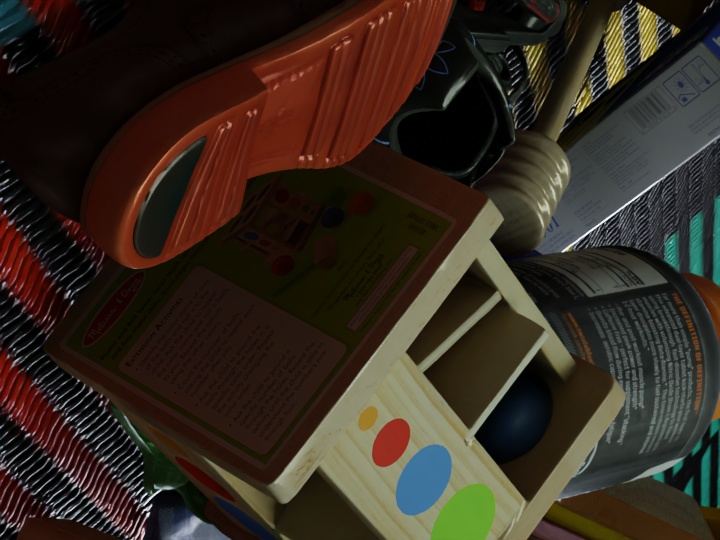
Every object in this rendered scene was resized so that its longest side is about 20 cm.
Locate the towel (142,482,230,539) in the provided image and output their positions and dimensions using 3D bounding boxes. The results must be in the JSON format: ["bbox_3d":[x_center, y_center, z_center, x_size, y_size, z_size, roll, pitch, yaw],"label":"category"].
[{"bbox_3d":[-0.036,0.160,1.350,0.200,0.147,0.024,105,-17,-47],"label":"towel"}]

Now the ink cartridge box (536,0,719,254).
[{"bbox_3d":[0.147,-0.078,1.436,0.094,0.044,0.200,-45,-176,-36],"label":"ink cartridge box"}]

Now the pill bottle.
[{"bbox_3d":[0.085,0.045,1.276,0.200,0.106,0.106,-8,133,-47],"label":"pill bottle"}]

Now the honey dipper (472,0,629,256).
[{"bbox_3d":[0.091,-0.081,1.328,0.200,0.038,0.038,-63,175,-46],"label":"honey dipper"}]

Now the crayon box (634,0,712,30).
[{"bbox_3d":[0.177,-0.202,1.382,0.126,0.052,0.200,-48,164,-27],"label":"crayon box"}]

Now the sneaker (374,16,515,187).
[{"bbox_3d":[0.021,-0.047,1.125,0.070,0.078,0.200,-52,157,-9],"label":"sneaker"}]

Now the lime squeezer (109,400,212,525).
[{"bbox_3d":[-0.061,0.086,1.221,0.200,0.071,0.038,33,86,-46],"label":"lime squeezer"}]

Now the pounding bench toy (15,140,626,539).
[{"bbox_3d":[-0.025,0.070,1.069,0.200,0.124,0.156,-53,140,-13],"label":"pounding bench toy"}]

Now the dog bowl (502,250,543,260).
[{"bbox_3d":[0.024,0.070,1.425,0.200,0.079,0.200,-51,165,-19],"label":"dog bowl"}]

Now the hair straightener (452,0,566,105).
[{"bbox_3d":[0.044,-0.095,1.230,0.077,0.041,0.200,-57,170,6],"label":"hair straightener"}]

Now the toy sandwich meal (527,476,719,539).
[{"bbox_3d":[0.144,0.131,1.409,0.205,0.205,0.070,-12,120,-70],"label":"toy sandwich meal"}]

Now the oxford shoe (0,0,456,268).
[{"bbox_3d":[-0.037,-0.070,0.938,0.200,0.073,0.071,-31,147,-50],"label":"oxford shoe"}]
